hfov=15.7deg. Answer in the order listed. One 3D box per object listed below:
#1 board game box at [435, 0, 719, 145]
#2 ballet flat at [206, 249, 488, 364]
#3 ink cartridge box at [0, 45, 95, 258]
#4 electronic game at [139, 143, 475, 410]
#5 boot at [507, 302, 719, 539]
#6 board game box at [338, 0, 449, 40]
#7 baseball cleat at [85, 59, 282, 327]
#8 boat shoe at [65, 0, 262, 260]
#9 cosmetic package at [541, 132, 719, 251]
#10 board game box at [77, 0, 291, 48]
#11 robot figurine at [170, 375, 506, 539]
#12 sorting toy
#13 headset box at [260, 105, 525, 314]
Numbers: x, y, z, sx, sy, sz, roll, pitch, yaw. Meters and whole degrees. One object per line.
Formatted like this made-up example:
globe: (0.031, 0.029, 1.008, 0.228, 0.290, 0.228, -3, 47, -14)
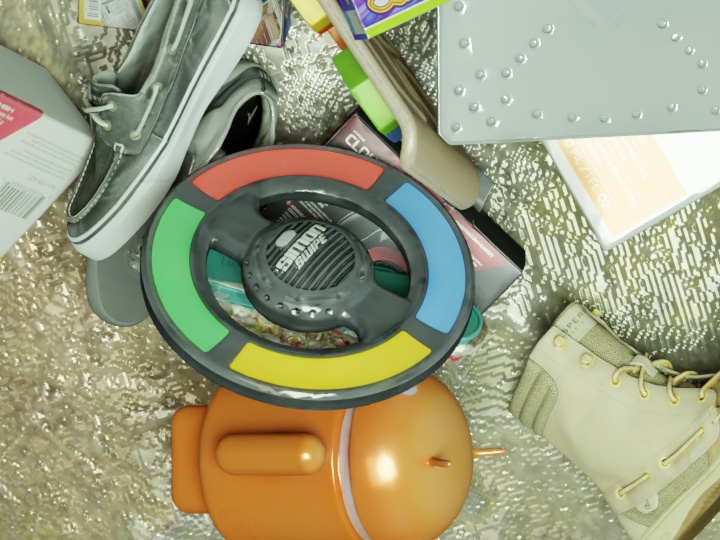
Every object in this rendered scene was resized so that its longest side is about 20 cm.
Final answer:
board game box: (0.139, -0.178, 1.513, 0.200, 0.026, 0.200, -4, 104, -11)
ballet flat: (-0.021, 0.028, 1.607, 0.200, 0.076, 0.064, 15, 134, 5)
ink cartridge box: (-0.285, -0.053, 1.640, 0.200, 0.145, 0.083, -46, 59, 11)
electronic game: (-0.031, 0.001, 1.542, 0.200, 0.200, 0.042, 13, 139, 3)
boot: (0.188, 0.069, 1.625, 0.155, 0.073, 0.200, 45, 130, 17)
board game box: (0.062, -0.230, 1.444, 0.200, 0.045, 0.135, -26, 99, -7)
baseball cleat: (-0.115, -0.041, 1.651, 0.070, 0.106, 0.200, 23, 105, -19)
boat shoe: (-0.140, -0.104, 1.617, 0.071, 0.072, 0.200, 26, 97, -30)
cosmetic package: (0.214, -0.107, 1.625, 0.200, 0.071, 0.102, -31, 96, 10)
board game box: (-0.106, -0.242, 1.617, 0.135, 0.035, 0.200, 8, 121, 4)
robot figurine: (-0.017, 0.113, 1.574, 0.200, 0.117, 0.144, -2, 137, 28)
sorting toy: (0.000, -0.133, 1.559, 0.036, 0.185, 0.200, -30, 77, 9)
headset box: (0.000, 0.000, 1.664, 0.149, 0.075, 0.200, 43, 102, -4)
